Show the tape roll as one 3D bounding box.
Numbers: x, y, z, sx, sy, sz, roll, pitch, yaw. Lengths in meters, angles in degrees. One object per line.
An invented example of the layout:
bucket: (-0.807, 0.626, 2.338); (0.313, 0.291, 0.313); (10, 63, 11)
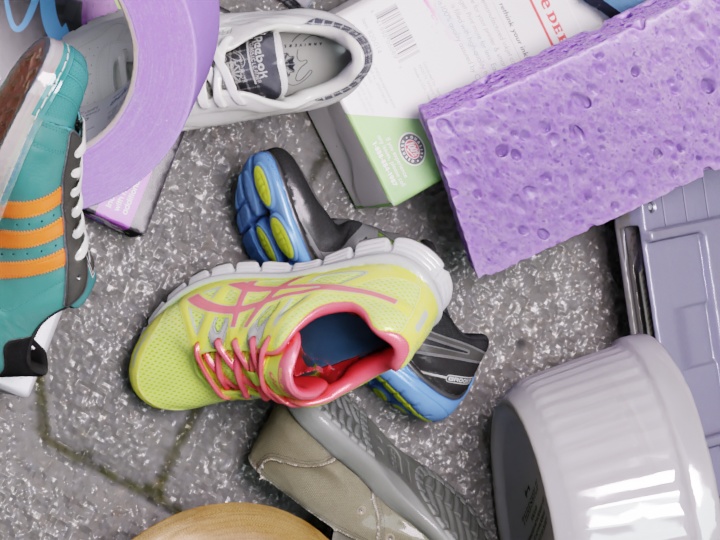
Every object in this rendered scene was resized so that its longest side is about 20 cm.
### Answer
tape roll: (-0.178, -0.133, 1.544); (0.199, 0.066, 0.201); (4, 119, 7)

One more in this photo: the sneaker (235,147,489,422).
sneaker: (0.000, 0.000, 1.707); (0.200, 0.071, 0.083); (48, 71, -20)

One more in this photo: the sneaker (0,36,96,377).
sneaker: (-0.170, -0.030, 1.529); (0.079, 0.072, 0.201); (16, 120, -16)

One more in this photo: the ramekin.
ramekin: (0.140, 0.144, 1.692); (0.094, 0.202, 0.204); (-9, 92, -10)

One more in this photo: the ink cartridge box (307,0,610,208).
ink cartridge box: (0.065, -0.133, 1.730); (0.199, 0.067, 0.118); (-29, 98, -18)

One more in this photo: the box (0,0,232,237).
box: (-0.188, -0.123, 1.652); (0.199, 0.036, 0.144); (23, 81, -17)

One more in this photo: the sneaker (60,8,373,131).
sneaker: (-0.093, -0.112, 1.616); (0.199, 0.081, 0.077); (-11, 100, -6)

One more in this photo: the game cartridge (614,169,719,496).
game cartridge: (0.217, 0.036, 1.781); (0.129, 0.038, 0.201); (-11, 93, -40)

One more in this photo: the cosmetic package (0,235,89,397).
cosmetic package: (-0.262, -0.009, 1.603); (0.199, 0.074, 0.102); (24, 82, -17)

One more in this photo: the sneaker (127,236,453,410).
sneaker: (-0.048, 0.042, 1.632); (0.199, 0.090, 0.078); (-19, 119, 22)

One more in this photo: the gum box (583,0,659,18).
gum box: (0.232, -0.209, 1.766); (0.170, 0.044, 0.201); (32, 60, -25)

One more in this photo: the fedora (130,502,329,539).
fedora: (-0.090, 0.227, 1.659); (0.200, 0.082, 0.202); (2, 86, -26)

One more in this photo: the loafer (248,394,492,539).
loafer: (0.011, 0.146, 1.713); (0.070, 0.075, 0.200); (-40, 106, 16)

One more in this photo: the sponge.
sponge: (0.139, -0.085, 1.686); (0.199, 0.030, 0.112); (-24, 120, -5)

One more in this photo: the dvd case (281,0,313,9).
dvd case: (-0.073, -0.269, 1.705); (0.200, 0.022, 0.146); (36, 77, -17)
